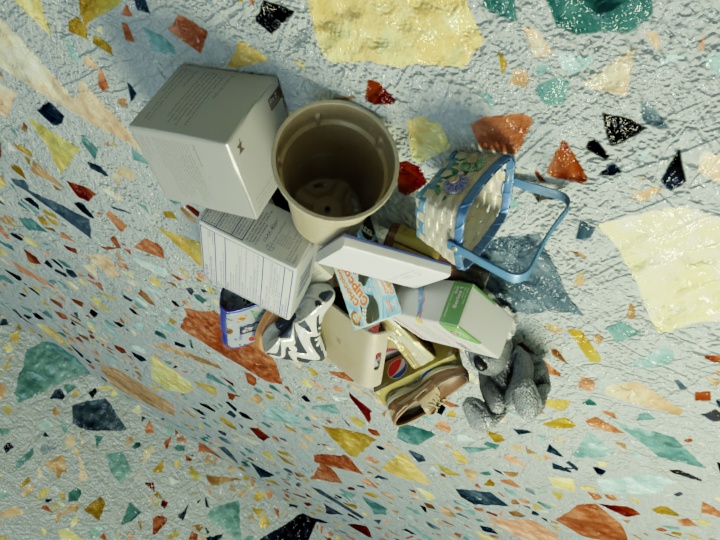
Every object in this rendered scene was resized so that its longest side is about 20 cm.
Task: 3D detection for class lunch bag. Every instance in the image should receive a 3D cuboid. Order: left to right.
[{"bbox_3d":[-0.227,0.061,1.401,0.122,0.201,0.172,34,148,13],"label":"lunch bag"}]

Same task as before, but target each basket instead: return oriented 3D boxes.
[{"bbox_3d":[0.185,-0.080,0.945,0.196,0.177,0.141,26,146,23],"label":"basket"}]

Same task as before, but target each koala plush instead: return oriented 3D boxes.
[{"bbox_3d":[0.266,0.174,1.275,0.176,0.183,0.203,-29,97,42],"label":"koala plush"}]

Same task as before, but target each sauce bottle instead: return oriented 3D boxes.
[{"bbox_3d":[0.136,-0.021,1.161,0.196,0.067,0.067,25,147,8],"label":"sauce bottle"}]

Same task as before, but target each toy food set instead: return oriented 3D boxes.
[{"bbox_3d":[-0.025,0.131,1.344,0.198,0.060,0.147,34,134,31],"label":"toy food set"}]

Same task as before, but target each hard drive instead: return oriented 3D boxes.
[{"bbox_3d":[0.037,-0.013,1.092,0.195,0.026,0.131,15,164,-21],"label":"hard drive"}]

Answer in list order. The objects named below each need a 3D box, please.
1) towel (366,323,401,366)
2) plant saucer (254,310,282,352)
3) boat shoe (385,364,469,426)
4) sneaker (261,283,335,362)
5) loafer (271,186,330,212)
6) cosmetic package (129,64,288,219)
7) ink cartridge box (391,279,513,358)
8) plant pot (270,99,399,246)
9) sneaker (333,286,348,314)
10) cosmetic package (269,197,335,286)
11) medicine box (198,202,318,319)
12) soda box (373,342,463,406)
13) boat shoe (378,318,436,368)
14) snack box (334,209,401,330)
[{"bbox_3d":[0.093,0.156,1.407,0.140,0.023,0.203,-16,133,4],"label":"towel"},{"bbox_3d":[-0.149,0.098,1.409,0.032,0.199,0.202,39,151,19],"label":"plant saucer"},{"bbox_3d":[0.145,0.268,1.357,0.197,0.073,0.076,-32,127,18],"label":"boat shoe"},{"bbox_3d":[-0.095,0.118,1.318,0.128,0.080,0.200,31,108,-38],"label":"sneaker"},{"bbox_3d":[-0.094,-0.122,1.190,0.199,0.071,0.074,43,151,13],"label":"loafer"},{"bbox_3d":[-0.237,-0.217,1.081,0.195,0.167,0.167,14,146,22],"label":"cosmetic package"},{"bbox_3d":[0.158,0.081,1.201,0.144,0.086,0.197,35,163,-38],"label":"ink cartridge box"},{"bbox_3d":[-0.048,-0.136,1.052,0.196,0.204,0.184,26,159,2],"label":"plant pot"},{"bbox_3d":[0.012,0.100,1.404,0.199,0.076,0.113,39,148,-11],"label":"sneaker"},{"bbox_3d":[-0.136,-0.066,1.281,0.199,0.088,0.102,43,143,-19],"label":"cosmetic package"},{"bbox_3d":[-0.188,-0.032,1.189,0.196,0.104,0.184,26,147,5],"label":"medicine box"},{"bbox_3d":[0.122,0.216,1.404,0.196,0.069,0.064,-27,128,15],"label":"soda box"},{"bbox_3d":[0.072,0.129,1.314,0.066,0.074,0.200,-40,109,16],"label":"boat shoe"},{"bbox_3d":[0.000,0.000,1.214,0.115,0.036,0.205,-24,83,51],"label":"snack box"}]
